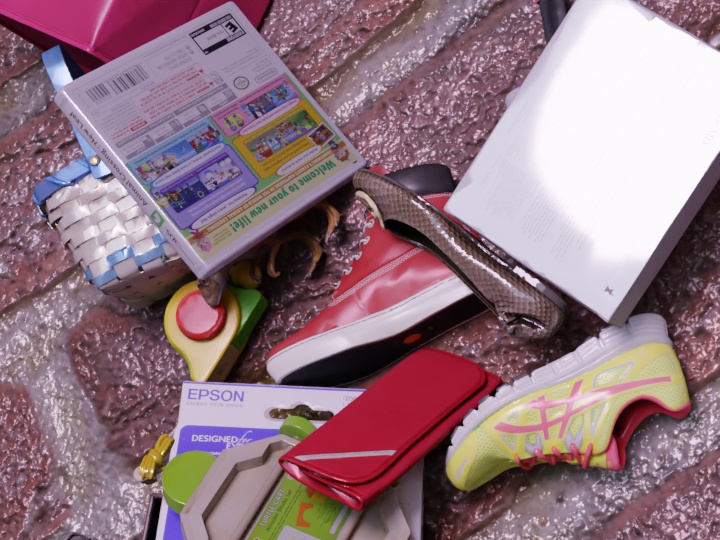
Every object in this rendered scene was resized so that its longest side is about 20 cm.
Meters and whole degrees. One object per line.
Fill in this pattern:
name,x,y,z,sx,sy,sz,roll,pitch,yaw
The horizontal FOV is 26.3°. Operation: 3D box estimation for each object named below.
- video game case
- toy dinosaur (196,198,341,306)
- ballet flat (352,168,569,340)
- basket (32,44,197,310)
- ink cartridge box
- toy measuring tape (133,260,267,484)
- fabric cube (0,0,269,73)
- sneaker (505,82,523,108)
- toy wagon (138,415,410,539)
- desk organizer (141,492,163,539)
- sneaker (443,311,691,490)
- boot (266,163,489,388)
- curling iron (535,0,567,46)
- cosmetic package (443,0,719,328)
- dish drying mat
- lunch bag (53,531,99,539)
video game case,-0.114,-0.109,1.225,0.182,0.200,0.022,50,139,5
toy dinosaur,-0.069,-0.055,1.269,0.105,0.061,0.201,27,56,-2
ballet flat,0.066,-0.010,1.151,0.199,0.067,0.047,36,89,19
basket,-0.200,-0.078,1.289,0.138,0.176,0.201,-30,81,2
ink cartridge box,-0.049,0.176,1.155,0.196,0.044,0.201,3,49,2
toy measuring tape,-0.147,0.075,1.268,0.073,0.074,0.201,27,81,28
fabric cube,-0.201,-0.270,1.322,0.195,0.200,0.201,24,88,28
sneaker,0.205,-0.101,1.172,0.198,0.075,0.101,-3,82,32
toy wagon,-0.066,0.175,1.101,0.198,0.040,0.156,21,50,16
desk organizer,-0.070,0.224,1.195,0.198,0.077,0.073,6,78,25
sneaker,0.152,0.115,1.126,0.199,0.078,0.091,-33,67,12
boot,0.000,0.000,1.232,0.199,0.072,0.145,-27,66,7
curling iron,0.151,-0.222,1.210,0.025,0.050,0.202,4,57,0
cosmetic package,0.176,-0.084,1.103,0.150,0.052,0.201,36,96,24
dish drying mat,0.026,0.109,1.133,0.076,0.200,0.018,20,123,27
lunch bag,-0.288,0.316,1.243,0.198,0.139,0.169,-23,51,16
